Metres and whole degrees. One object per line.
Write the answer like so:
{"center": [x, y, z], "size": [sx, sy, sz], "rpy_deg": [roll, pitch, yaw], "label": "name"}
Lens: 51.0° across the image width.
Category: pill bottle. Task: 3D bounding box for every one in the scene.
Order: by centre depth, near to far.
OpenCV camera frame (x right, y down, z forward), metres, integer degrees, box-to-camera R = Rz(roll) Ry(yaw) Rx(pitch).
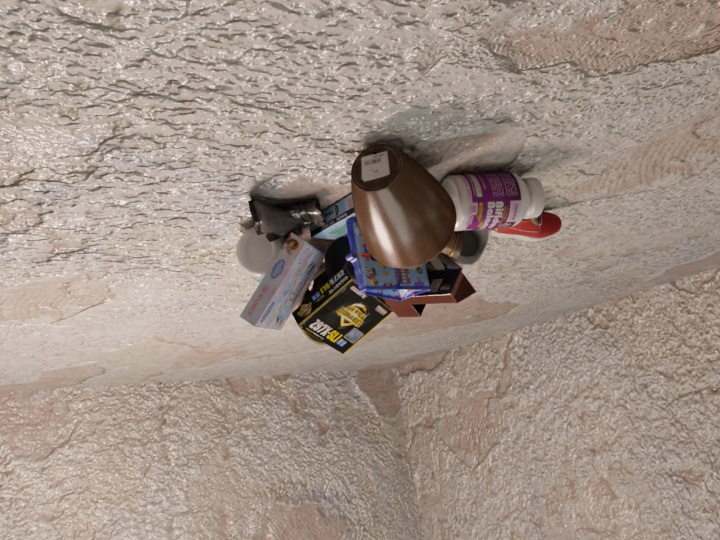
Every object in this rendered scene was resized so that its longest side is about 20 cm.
{"center": [0.268, -0.142, 1.531], "size": [0.197, 0.114, 0.112], "rpy_deg": [-6, 165, -17], "label": "pill bottle"}
{"center": [-0.199, -0.022, 1.669], "size": [0.109, 0.112, 0.200], "rpy_deg": [-11, 166, 4], "label": "pill bottle"}

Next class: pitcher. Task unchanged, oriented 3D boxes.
{"center": [0.245, -0.075, 1.786], "size": [0.172, 0.121, 0.200], "rpy_deg": [-47, -176, -13], "label": "pitcher"}

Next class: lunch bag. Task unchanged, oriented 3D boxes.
{"center": [0.039, -0.024, 1.562], "size": [0.094, 0.152, 0.199], "rpy_deg": [-23, 162, 39], "label": "lunch bag"}

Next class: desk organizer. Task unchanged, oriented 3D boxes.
{"center": [0.148, 0.052, 1.660], "size": [0.199, 0.072, 0.077], "rpy_deg": [-5, 136, 43], "label": "desk organizer"}

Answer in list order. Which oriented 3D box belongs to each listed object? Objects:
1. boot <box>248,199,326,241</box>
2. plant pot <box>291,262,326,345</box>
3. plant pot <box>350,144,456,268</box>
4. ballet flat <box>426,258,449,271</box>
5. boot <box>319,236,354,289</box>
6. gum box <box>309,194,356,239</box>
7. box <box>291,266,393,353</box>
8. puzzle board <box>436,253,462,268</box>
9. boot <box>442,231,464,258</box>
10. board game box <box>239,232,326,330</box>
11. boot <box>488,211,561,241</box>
{"center": [-0.140, -0.113, 1.479], "size": [0.130, 0.071, 0.200], "rpy_deg": [-15, 176, 5], "label": "boot"}
{"center": [-0.113, 0.054, 1.820], "size": [0.199, 0.203, 0.183], "rpy_deg": [1, -164, -38], "label": "plant pot"}
{"center": [0.059, -0.132, 1.349], "size": [0.185, 0.189, 0.200], "rpy_deg": [-14, 150, 16], "label": "plant pot"}
{"center": [0.132, -0.024, 1.696], "size": [0.199, 0.069, 0.071], "rpy_deg": [32, 147, 6], "label": "ballet flat"}
{"center": [0.000, 0.000, 1.712], "size": [0.173, 0.069, 0.201], "rpy_deg": [-9, 135, -35], "label": "boot"}
{"center": [0.017, -0.111, 1.612], "size": [0.198, 0.045, 0.169], "rpy_deg": [3, 161, -40], "label": "gum box"}
{"center": [-0.037, 0.093, 1.684], "size": [0.159, 0.050, 0.200], "rpy_deg": [-39, 143, 9], "label": "box"}
{"center": [0.143, -0.036, 1.769], "size": [0.017, 0.199, 0.151], "rpy_deg": [-53, 173, -13], "label": "puzzle board"}
{"center": [0.168, -0.098, 1.597], "size": [0.075, 0.074, 0.201], "rpy_deg": [15, -154, -8], "label": "boot"}
{"center": [-0.158, 0.028, 1.591], "size": [0.041, 0.201, 0.199], "rpy_deg": [31, 179, 11], "label": "board game box"}
{"center": [0.416, -0.126, 1.786], "size": [0.198, 0.073, 0.144], "rpy_deg": [-1, 162, -20], "label": "boot"}
